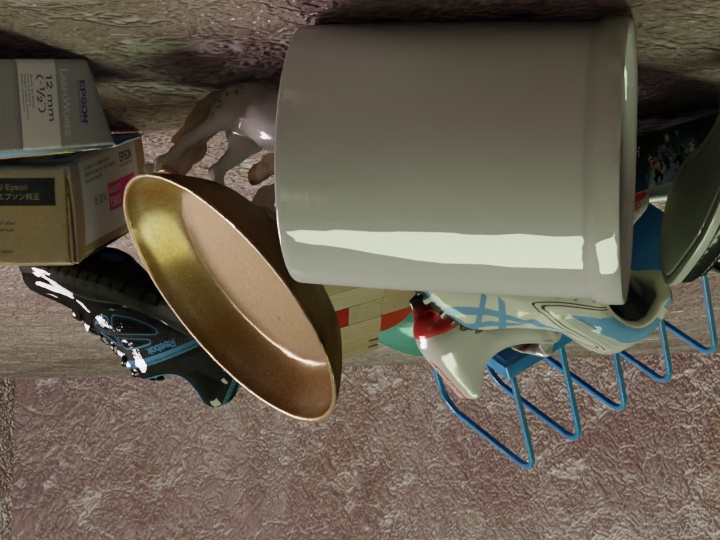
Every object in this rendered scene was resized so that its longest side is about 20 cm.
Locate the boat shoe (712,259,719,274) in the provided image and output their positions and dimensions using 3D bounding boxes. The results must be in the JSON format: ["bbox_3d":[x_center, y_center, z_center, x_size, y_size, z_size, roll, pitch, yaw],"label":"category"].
[{"bbox_3d":[0.298,0.005,1.590,0.202,0.060,0.072,31,172,-24],"label":"boat shoe"}]

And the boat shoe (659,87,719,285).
[{"bbox_3d":[0.244,-0.063,1.446,0.060,0.076,0.200,6,139,-15],"label":"boat shoe"}]

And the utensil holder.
[{"bbox_3d":[0.061,-0.068,1.371,0.200,0.170,0.170,2,173,11],"label":"utensil holder"}]

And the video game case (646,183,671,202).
[{"bbox_3d":[0.223,-0.067,1.706,0.182,0.023,0.200,-7,-175,22],"label":"video game case"}]

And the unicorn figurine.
[{"bbox_3d":[-0.044,-0.089,1.523,0.200,0.137,0.074,21,145,28],"label":"unicorn figurine"}]

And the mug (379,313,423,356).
[{"bbox_3d":[0.060,-0.021,1.883,0.185,0.152,0.114,-44,164,5],"label":"mug"}]

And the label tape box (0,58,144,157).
[{"bbox_3d":[-0.254,-0.103,1.496,0.143,0.066,0.200,-3,-175,27],"label":"label tape box"}]

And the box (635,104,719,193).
[{"bbox_3d":[0.169,-0.077,1.565,0.136,0.038,0.200,-5,-171,41],"label":"box"}]

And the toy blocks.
[{"bbox_3d":[0.000,0.000,1.590,0.136,0.100,0.200,-17,152,-12],"label":"toy blocks"}]

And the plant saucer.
[{"bbox_3d":[-0.074,0.010,1.487,0.035,0.200,0.200,-40,-170,-22],"label":"plant saucer"}]

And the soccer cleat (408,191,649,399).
[{"bbox_3d":[0.124,0.011,1.575,0.200,0.085,0.069,-34,-166,-21],"label":"soccer cleat"}]

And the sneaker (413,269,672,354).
[{"bbox_3d":[0.115,0.005,1.485,0.200,0.072,0.072,11,135,-34],"label":"sneaker"}]

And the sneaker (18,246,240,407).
[{"bbox_3d":[-0.167,0.037,1.647,0.200,0.082,0.073,20,-158,29],"label":"sneaker"}]

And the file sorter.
[{"bbox_3d":[0.163,0.043,1.800,0.200,0.123,0.139,-30,-143,-20],"label":"file sorter"}]

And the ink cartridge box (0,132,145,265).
[{"bbox_3d":[-0.259,-0.054,1.680,0.164,0.075,0.200,-1,-171,10],"label":"ink cartridge box"}]
